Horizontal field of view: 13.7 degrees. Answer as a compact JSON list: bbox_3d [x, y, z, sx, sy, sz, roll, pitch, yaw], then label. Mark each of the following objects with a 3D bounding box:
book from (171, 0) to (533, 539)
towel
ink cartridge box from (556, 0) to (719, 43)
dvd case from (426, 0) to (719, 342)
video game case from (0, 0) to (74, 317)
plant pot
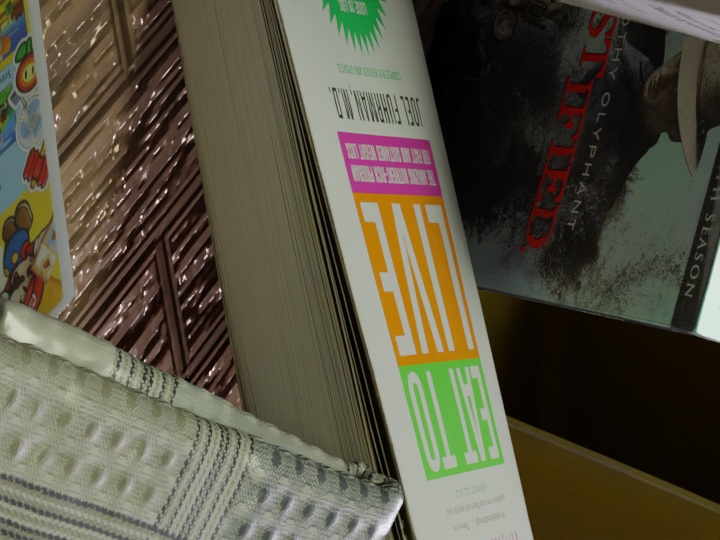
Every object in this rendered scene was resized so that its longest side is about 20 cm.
[{"bbox_3d":[0.000,0.000,0.938,0.134,0.048,0.201,-3,80,-68],"label":"book"},{"bbox_3d":[-0.092,0.113,0.792,0.200,0.034,0.193,27,94,-52],"label":"towel"},{"bbox_3d":[0.057,-0.124,0.884,0.145,0.199,0.084,8,99,-64],"label":"ink cartridge box"},{"bbox_3d":[0.079,-0.058,1.015,0.022,0.200,0.147,16,89,-32],"label":"dvd case"},{"bbox_3d":[-0.137,-0.015,0.734,0.200,0.023,0.183,-51,147,-46],"label":"video game case"},{"bbox_3d":[0.117,0.078,1.174,0.200,0.199,0.177,-51,156,-45],"label":"plant pot"}]
